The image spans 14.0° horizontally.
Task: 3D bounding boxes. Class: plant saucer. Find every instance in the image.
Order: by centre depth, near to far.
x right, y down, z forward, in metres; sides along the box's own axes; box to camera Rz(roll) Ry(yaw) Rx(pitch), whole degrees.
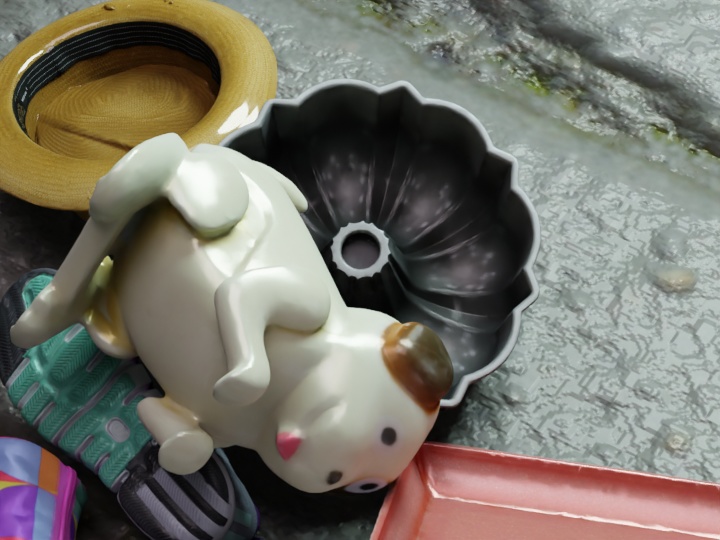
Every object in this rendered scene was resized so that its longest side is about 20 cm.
[{"bbox_3d":[0.107,0.148,1.494,0.199,0.037,0.200,9,17,6],"label":"plant saucer"}]

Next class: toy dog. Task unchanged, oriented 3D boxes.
[{"bbox_3d":[-0.052,0.038,1.518,0.200,0.140,0.194,42,26,9],"label":"toy dog"}]

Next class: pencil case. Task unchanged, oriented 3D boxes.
[{"bbox_3d":[-0.187,0.184,1.522,0.088,0.089,0.201,-2,52,3],"label":"pencil case"}]

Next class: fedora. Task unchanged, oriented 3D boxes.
[{"bbox_3d":[-0.134,-0.080,1.719,0.200,0.082,0.201,-10,42,9],"label":"fedora"}]

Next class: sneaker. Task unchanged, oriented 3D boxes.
[{"bbox_3d":[-0.127,0.085,1.597,0.074,0.088,0.200,-42,61,5],"label":"sneaker"}]

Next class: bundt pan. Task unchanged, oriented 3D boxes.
[{"bbox_3d":[0.000,0.000,1.628,0.201,0.076,0.203,0,73,0],"label":"bundt pan"}]
